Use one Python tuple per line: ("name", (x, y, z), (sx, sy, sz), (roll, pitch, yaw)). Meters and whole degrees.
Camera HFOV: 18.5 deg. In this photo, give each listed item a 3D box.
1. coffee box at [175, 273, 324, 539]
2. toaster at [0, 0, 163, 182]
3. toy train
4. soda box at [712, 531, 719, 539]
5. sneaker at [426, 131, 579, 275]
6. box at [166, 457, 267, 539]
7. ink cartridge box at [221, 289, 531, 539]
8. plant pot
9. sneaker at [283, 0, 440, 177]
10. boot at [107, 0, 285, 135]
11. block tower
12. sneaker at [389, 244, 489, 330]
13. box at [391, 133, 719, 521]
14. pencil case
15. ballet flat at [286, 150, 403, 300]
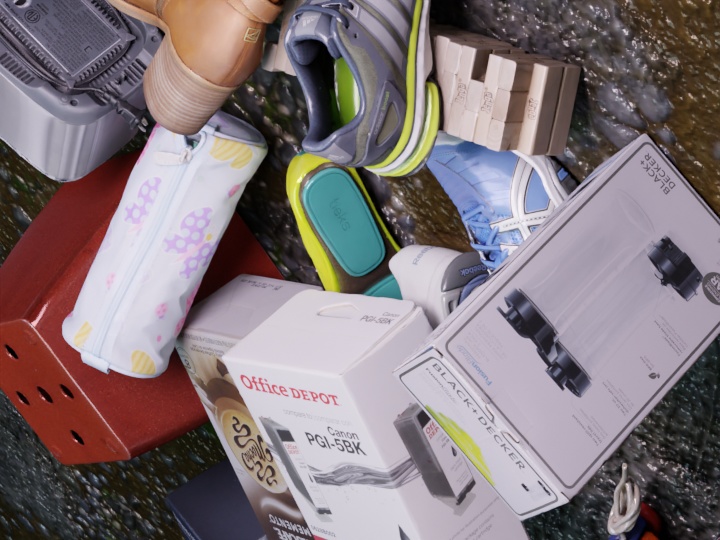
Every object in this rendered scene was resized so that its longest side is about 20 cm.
("coffee box", (-0.047, 0.111, 1.610), (0.113, 0.080, 0.201), (8, 126, 56))
("toaster", (-0.219, -0.152, 1.576), (0.200, 0.114, 0.129), (43, 155, 8))
("toy train", (0.211, 0.212, 1.496), (0.115, 0.085, 0.200), (26, 147, 14))
("soda box", (0.237, 0.219, 1.406), (0.070, 0.063, 0.200), (29, 131, 1))
("sneaker", (0.107, -0.007, 1.353), (0.200, 0.077, 0.076), (47, 153, 2))
("box", (-0.062, 0.266, 1.842), (0.148, 0.104, 0.201), (36, 152, 62))
("ink cartridge box", (0.011, 0.122, 1.492), (0.146, 0.083, 0.201), (5, 127, 54))
("plant pot", (-0.183, 0.042, 1.703), (0.200, 0.176, 0.200), (54, 150, -15))
("sneaker", (-0.003, -0.152, 1.251), (0.074, 0.081, 0.201), (-7, 89, 40))
("boot", (-0.093, -0.202, 1.378), (0.155, 0.073, 0.201), (-51, 48, 37))
("block tower", (0.033, -0.122, 1.313), (0.199, 0.054, 0.058), (21, 106, 36))
("sneaker", (0.074, 0.062, 1.508), (0.087, 0.074, 0.201), (27, 139, 47))
("box", (0.126, 0.030, 1.247), (0.117, 0.200, 0.060), (47, 151, -4))
("pencil case", (-0.138, -0.024, 1.548), (0.083, 0.201, 0.091), (24, -164, -8))
("ballet flat", (0.000, 0.000, 1.535), (0.201, 0.067, 0.067), (65, 168, -25))
